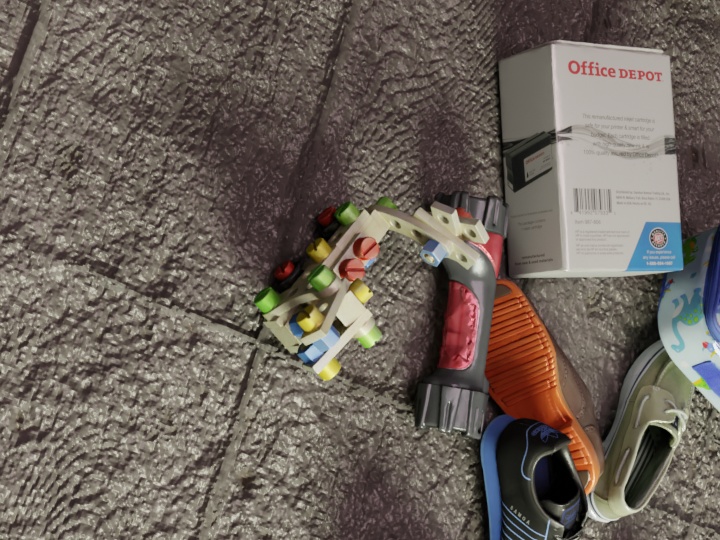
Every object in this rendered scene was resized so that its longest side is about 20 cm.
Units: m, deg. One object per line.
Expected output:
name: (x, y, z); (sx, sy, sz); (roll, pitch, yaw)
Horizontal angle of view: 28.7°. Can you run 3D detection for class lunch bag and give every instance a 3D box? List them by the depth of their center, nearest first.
lunch bag: (0.368, 0.067, 1.329); (0.200, 0.082, 0.161); (45, 45, -21)

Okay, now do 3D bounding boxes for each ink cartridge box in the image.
ink cartridge box: (0.207, -0.096, 1.266); (0.144, 0.084, 0.201); (0, 86, -33)

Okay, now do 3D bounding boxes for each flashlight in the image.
flashlight: (0.081, 0.036, 1.187); (0.068, 0.067, 0.201); (28, 70, -67)

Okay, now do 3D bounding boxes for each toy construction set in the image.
toy construction set: (0.000, 0.000, 1.097); (0.200, 0.131, 0.092); (-36, 105, -30)

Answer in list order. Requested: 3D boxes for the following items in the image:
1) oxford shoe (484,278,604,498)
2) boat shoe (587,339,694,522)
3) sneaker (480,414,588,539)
oxford shoe: (0.158, 0.098, 1.238); (0.073, 0.071, 0.201); (-28, 97, -60)
boat shoe: (0.270, 0.147, 1.293); (0.072, 0.062, 0.200); (42, 64, -22)
sneaker: (0.155, 0.220, 1.189); (0.070, 0.078, 0.201); (-26, 111, -33)
